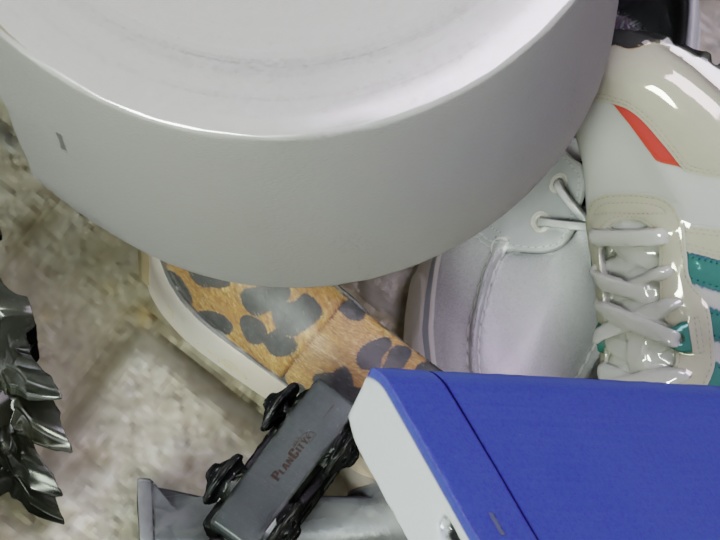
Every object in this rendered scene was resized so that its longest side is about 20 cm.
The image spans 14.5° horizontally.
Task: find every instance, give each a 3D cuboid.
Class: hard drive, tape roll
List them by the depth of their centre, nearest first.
[{"bbox_3d":[0.108,0.080,0.777,0.199,0.025,0.132,4,37,-31],"label":"hard drive"},{"bbox_3d":[-0.021,-0.110,0.810,0.201,0.139,0.204,0,73,1],"label":"tape roll"}]

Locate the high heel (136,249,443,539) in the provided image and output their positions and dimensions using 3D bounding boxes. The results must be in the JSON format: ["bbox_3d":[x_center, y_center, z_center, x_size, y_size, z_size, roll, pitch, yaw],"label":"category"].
[{"bbox_3d":[0.000,0.000,0.896,0.141,0.071,0.202,0,81,-5],"label":"high heel"}]

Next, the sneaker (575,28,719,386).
[{"bbox_3d":[0.104,0.024,0.895,0.093,0.070,0.201,-40,118,-30],"label":"sneaker"}]

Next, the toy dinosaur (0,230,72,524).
[{"bbox_3d":[-0.157,0.047,0.816,0.135,0.102,0.201,-14,95,-11],"label":"toy dinosaur"}]

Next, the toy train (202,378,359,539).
[{"bbox_3d":[-0.066,0.116,0.824,0.034,0.046,0.200,36,78,9],"label":"toy train"}]

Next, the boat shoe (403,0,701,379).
[{"bbox_3d":[0.074,-0.022,0.958,0.072,0.069,0.201,31,59,-8],"label":"boat shoe"}]
